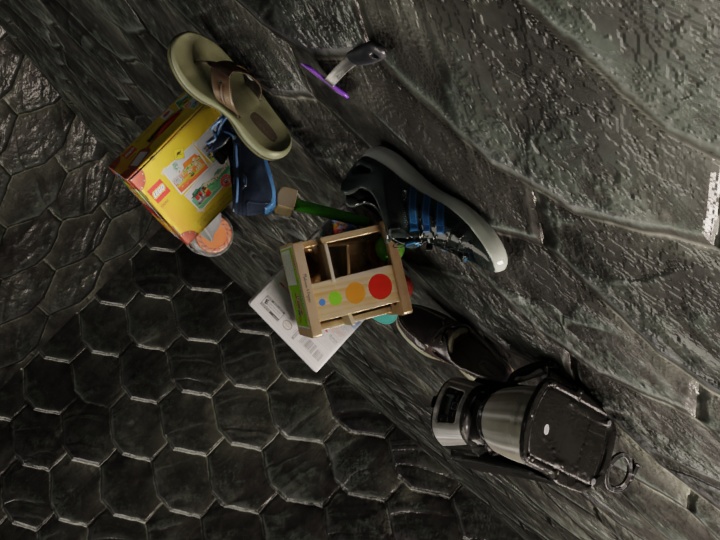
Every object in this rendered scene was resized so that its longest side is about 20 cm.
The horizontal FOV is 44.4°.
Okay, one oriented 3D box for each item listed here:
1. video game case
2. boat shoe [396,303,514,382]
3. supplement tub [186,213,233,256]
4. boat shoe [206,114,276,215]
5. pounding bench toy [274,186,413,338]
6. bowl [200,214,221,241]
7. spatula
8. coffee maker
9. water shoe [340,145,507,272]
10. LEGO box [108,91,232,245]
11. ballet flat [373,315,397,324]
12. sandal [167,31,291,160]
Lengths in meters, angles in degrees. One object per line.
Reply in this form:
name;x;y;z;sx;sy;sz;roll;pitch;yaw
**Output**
video game case;-0.044;0.024;1.270;0.143;0.200;0.018;47;169;-16
boat shoe;0.136;0.103;1.264;0.199;0.072;0.065;36;162;21
supplement tub;-0.412;-0.101;2.392;0.123;0.123;0.200;47;168;-15
boat shoe;-0.166;-0.167;1.173;0.085;0.068;0.202;99;154;-60
pounding bench toy;-0.023;-0.027;1.193;0.124;0.154;0.203;171;86;-77
bowl;-0.411;-0.173;2.196;0.201;0.090;0.201;42;168;11
spatula;-0.014;-0.191;0.826;0.056;0.021;0.200;34;170;-16
coffee maker;0.211;0.217;1.129;0.193;0.135;0.199;52;155;-17
water shoe;0.064;-0.047;0.927;0.199;0.079;0.072;40;169;23
LEGO box;-0.247;-0.165;1.316;0.077;0.200;0.149;31;163;47
ballet flat;0.000;0.000;1.425;0.201;0.067;0.071;50;-168;-28
sandal;-0.156;-0.229;1.121;0.201;0.080;0.057;43;148;-14
